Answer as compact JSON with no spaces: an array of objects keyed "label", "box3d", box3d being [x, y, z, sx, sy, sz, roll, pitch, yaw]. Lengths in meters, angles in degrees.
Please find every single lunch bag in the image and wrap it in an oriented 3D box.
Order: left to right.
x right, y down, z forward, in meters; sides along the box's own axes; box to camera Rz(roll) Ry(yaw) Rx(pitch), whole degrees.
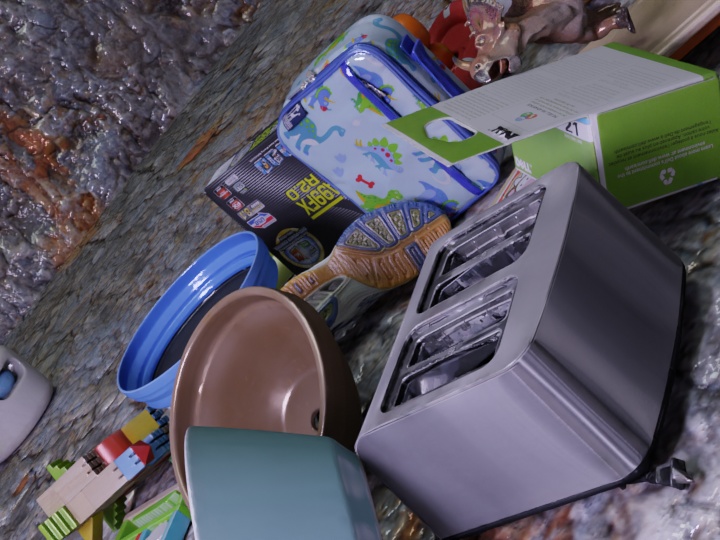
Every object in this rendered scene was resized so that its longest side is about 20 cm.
[{"label":"lunch bag","box3d":[0.032,-0.131,1.125,0.160,0.200,0.083,-33,25,38]}]

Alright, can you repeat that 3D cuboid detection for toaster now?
[{"label":"toaster","box3d":[0.105,0.053,0.737,0.199,0.118,0.182,-30,27,44]}]

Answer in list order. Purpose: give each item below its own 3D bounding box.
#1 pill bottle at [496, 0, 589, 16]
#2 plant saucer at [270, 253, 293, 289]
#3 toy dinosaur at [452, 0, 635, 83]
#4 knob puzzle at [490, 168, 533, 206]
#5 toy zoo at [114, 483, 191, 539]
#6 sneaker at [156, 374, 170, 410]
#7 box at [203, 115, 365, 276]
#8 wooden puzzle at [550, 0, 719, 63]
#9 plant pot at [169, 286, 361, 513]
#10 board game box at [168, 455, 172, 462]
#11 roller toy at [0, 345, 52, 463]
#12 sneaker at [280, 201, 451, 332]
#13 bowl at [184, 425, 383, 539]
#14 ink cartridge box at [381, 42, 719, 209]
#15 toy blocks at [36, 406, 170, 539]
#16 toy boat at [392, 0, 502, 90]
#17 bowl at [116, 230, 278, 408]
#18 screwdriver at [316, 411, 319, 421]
[{"label":"pill bottle","box3d":[0.222,-0.337,1.221,0.199,0.111,0.112,-35,23,38]},{"label":"plant saucer","box3d":[-0.118,-0.022,1.524,0.200,0.031,0.201,-43,20,19]},{"label":"toy dinosaur","box3d":[0.145,-0.211,0.969,0.134,0.087,0.200,-18,5,19]},{"label":"knob puzzle","box3d":[0.151,-0.064,0.991,0.219,0.030,0.220,-44,20,19]},{"label":"toy zoo","box3d":[-0.225,0.303,1.165,0.131,0.020,0.201,-35,24,38]},{"label":"sneaker","box3d":[-0.179,0.097,1.273,0.115,0.075,0.199,-52,17,-14]},{"label":"box","box3d":[-0.056,-0.090,1.310,0.199,0.160,0.045,-30,24,43]},{"label":"wooden puzzle","box3d":[0.250,-0.201,1.010,0.199,0.037,0.186,-37,16,22]},{"label":"plant pot","box3d":[-0.063,0.119,0.974,0.199,0.092,0.204,-12,73,45]},{"label":"board game box","box3d":[-0.121,0.144,1.193,0.135,0.029,0.200,-57,15,-18]},{"label":"roller toy","box3d":[-0.635,0.229,2.053,0.183,0.139,0.200,-51,18,-6]},{"label":"sneaker","box3d":[0.000,0.000,1.146,0.198,0.076,0.088,-32,-8,8]},{"label":"bowl","box3d":[-0.036,0.183,0.742,0.103,0.204,0.201,-15,20,-3]},{"label":"ink cartridge box","box3d":[0.133,-0.089,0.841,0.197,0.077,0.148,-20,23,-11]},{"label":"toy blocks","box3d":[-0.252,0.203,1.279,0.136,0.100,0.200,-42,-4,16]},{"label":"toy boat","box3d":[0.080,-0.232,1.314,0.130,0.130,0.201,-28,28,46]},{"label":"bowl","box3d":[-0.157,0.050,1.168,0.200,0.039,0.201,-39,23,19]},{"label":"screwdriver","box3d":[-0.035,0.114,1.100,0.029,0.028,0.200,-20,11,-4]}]
